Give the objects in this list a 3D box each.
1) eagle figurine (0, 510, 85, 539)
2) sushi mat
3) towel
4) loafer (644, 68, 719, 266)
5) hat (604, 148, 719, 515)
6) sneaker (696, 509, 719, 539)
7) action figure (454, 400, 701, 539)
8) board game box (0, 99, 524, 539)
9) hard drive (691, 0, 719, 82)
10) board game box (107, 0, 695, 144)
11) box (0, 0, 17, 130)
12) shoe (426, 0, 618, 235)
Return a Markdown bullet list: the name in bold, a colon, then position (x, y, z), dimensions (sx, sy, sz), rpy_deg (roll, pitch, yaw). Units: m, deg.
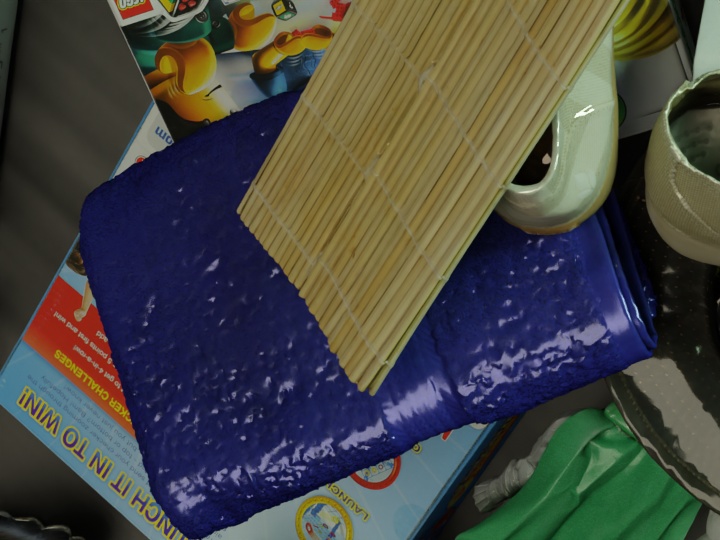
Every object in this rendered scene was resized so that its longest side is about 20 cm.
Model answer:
- **eagle figurine**: position (-0.237, 0.119, 1.066), dimensions (0.200, 0.151, 0.152), rpy_deg (-32, 131, 1)
- **sushi mat**: position (0.023, -0.059, 0.731), dimensions (0.096, 0.012, 0.200), rpy_deg (57, 131, 32)
- **towel**: position (0.000, 0.000, 0.821), dimensions (0.200, 0.050, 0.148), rpy_deg (-24, 72, 19)
- **loafer**: position (0.182, -0.027, 0.728), dimensions (0.199, 0.068, 0.076), rpy_deg (3, 72, 25)
- **hat**: position (0.188, 0.017, 0.816), dimensions (0.200, 0.081, 0.201), rpy_deg (-2, 81, 13)
- **sneaker**: position (0.173, 0.183, 0.836), dimensions (0.088, 0.081, 0.200), rpy_deg (-51, 44, 14)
- **action figure**: position (0.078, 0.112, 0.904), dimensions (0.118, 0.055, 0.200), rpy_deg (25, 122, -15)
- **board game box**: position (-0.035, 0.037, 0.961), dimensions (0.200, 0.056, 0.196), rpy_deg (40, 117, 14)
- **hard drive**: position (0.221, -0.118, 0.767), dimensions (0.199, 0.027, 0.132), rpy_deg (3, 69, 27)
- **board game box**: position (0.017, -0.091, 0.843), dimensions (0.199, 0.035, 0.127), rpy_deg (-16, 118, 15)
- **box**: position (-0.264, -0.124, 1.014), dimensions (0.200, 0.105, 0.185), rpy_deg (19, 110, 23)
- **shoe**: position (0.053, -0.113, 0.750), dimensions (0.070, 0.053, 0.201), rpy_deg (-9, 83, 22)
